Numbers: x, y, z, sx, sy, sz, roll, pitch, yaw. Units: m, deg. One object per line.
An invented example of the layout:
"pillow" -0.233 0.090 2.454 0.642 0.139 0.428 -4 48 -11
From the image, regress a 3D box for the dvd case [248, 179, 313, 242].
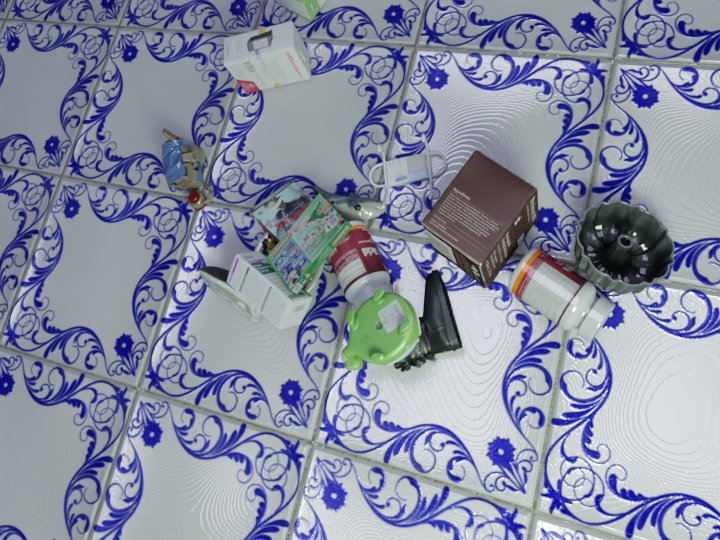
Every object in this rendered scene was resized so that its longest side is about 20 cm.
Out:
"dvd case" -0.160 -0.123 1.541 0.145 0.022 0.199 -38 63 -21

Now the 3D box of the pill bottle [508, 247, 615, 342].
"pill bottle" 0.411 0.050 1.289 0.199 0.110 0.110 37 86 23

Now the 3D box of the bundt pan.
"bundt pan" 0.525 -0.039 1.278 0.196 0.076 0.207 1 60 -1

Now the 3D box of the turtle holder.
"turtle holder" 0.047 0.141 1.295 0.139 0.131 0.189 26 86 30

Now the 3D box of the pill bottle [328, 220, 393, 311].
"pill bottle" 0.000 0.000 1.429 0.112 0.114 0.203 -28 67 6

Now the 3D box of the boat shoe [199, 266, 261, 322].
"boat shoe" -0.317 0.053 1.534 0.199 0.074 0.066 28 110 16

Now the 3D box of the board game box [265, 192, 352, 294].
"board game box" -0.120 -0.063 1.428 0.201 0.029 0.135 -49 46 6

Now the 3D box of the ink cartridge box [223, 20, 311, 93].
"ink cartridge box" -0.245 -0.561 1.663 0.194 0.148 0.088 -9 71 13

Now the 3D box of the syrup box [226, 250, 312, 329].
"syrup box" -0.214 0.042 1.463 0.199 0.078 0.083 39 116 25

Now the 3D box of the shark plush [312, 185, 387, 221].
"shark plush" -0.033 -0.160 1.536 0.197 0.092 0.084 17 54 38

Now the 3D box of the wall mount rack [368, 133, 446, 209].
"wall mount rack" 0.107 -0.226 1.488 0.194 0.075 0.179 -10 70 15

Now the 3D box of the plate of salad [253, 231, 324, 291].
"plate of salad" -0.182 -0.027 1.530 0.194 0.048 0.206 -5 72 16

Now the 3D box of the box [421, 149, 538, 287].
"box" 0.261 -0.107 1.354 0.163 0.166 0.202 37 86 24

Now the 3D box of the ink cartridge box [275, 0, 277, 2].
"ink cartridge box" -0.142 -0.825 1.749 0.144 0.084 0.202 34 85 23

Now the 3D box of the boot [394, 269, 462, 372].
"boot" 0.126 0.113 1.382 0.159 0.073 0.203 -20 67 17

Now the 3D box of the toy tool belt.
"toy tool belt" -0.471 -0.267 1.653 0.122 0.123 0.204 -23 68 8
